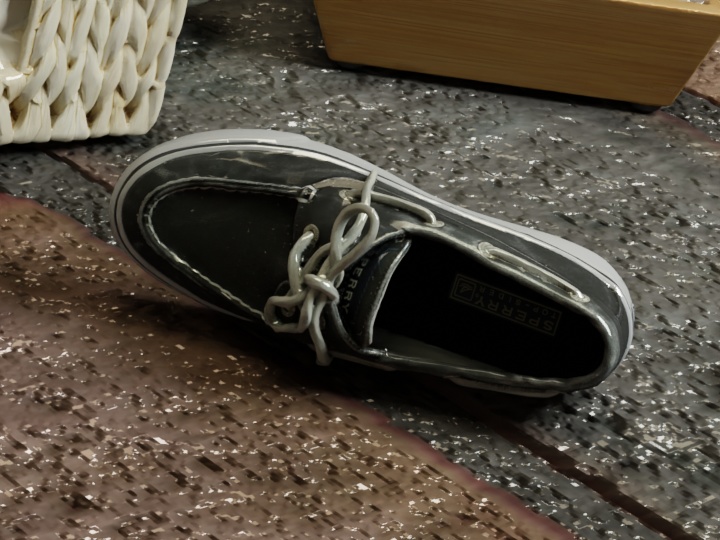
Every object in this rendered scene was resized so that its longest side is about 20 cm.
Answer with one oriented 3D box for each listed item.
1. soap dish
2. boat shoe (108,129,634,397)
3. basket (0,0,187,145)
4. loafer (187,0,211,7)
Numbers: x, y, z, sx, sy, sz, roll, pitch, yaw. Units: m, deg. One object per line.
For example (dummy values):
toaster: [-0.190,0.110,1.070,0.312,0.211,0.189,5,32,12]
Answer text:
soap dish: [0.074,-0.147,1.219,0.199,0.081,0.157,8,26,0]
boat shoe: [-0.001,0.003,0.901,0.199,0.074,0.068,22,13,6]
basket: [-0.167,-0.146,1.081,0.123,0.136,0.200,1,26,-35]
loafer: [-0.146,-0.166,1.219,0.200,0.070,0.070,20,10,26]
